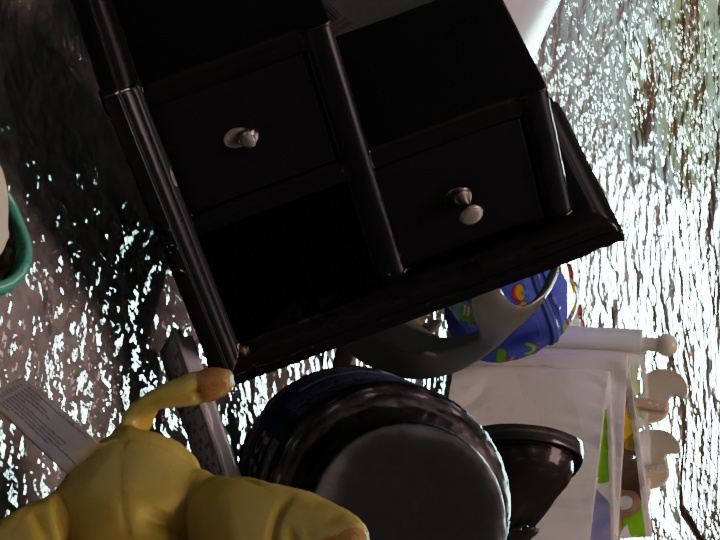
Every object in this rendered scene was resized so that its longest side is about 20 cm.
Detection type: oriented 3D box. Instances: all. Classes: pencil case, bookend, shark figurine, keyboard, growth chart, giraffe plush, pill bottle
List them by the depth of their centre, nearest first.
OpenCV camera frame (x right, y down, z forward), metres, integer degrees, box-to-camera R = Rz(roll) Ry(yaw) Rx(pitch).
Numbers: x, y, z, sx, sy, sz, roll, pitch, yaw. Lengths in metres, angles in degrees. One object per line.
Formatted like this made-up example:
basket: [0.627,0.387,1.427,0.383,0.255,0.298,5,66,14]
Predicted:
giraffe plush: [-0.082,0.157,1.069,0.200,0.172,0.163,-124,-164,-45]
bookend: [-0.004,-0.071,1.152,0.199,0.199,0.092,74,-4,-49]
keyboard: [-0.054,0.124,1.184,0.056,0.011,0.201,136,-64,-68]
pill bottle: [0.007,0.103,1.203,0.200,0.111,0.112,-173,-104,-83]
shark figurine: [0.004,0.018,1.326,0.089,0.214,0.129,13,101,-33]
pencil case: [0.072,-0.024,1.461,0.087,0.078,0.200,51,-11,32]
growth chart: [0.106,0.107,1.491,0.018,0.144,0.201,87,15,-53]

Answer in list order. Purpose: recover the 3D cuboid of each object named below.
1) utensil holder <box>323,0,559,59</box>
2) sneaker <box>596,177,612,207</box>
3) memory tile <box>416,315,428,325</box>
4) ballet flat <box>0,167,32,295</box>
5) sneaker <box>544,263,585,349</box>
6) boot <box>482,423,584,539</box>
utensil holder: [0.021,-0.151,1.336,0.200,0.169,0.170,-67,144,-47]
sneaker: [0.073,-0.085,1.531,0.200,0.080,0.089,36,35,-54]
memory tile: [0.027,-0.079,1.527,0.200,0.017,0.154,-74,149,-43]
ballet flat: [-0.175,-0.056,0.958,0.200,0.070,0.068,59,33,-46]
sneaker: [0.096,0.054,1.583,0.078,0.082,0.200,87,-5,-47]
boot: [0.054,0.188,1.319,0.069,0.200,0.175,17,49,-22]
